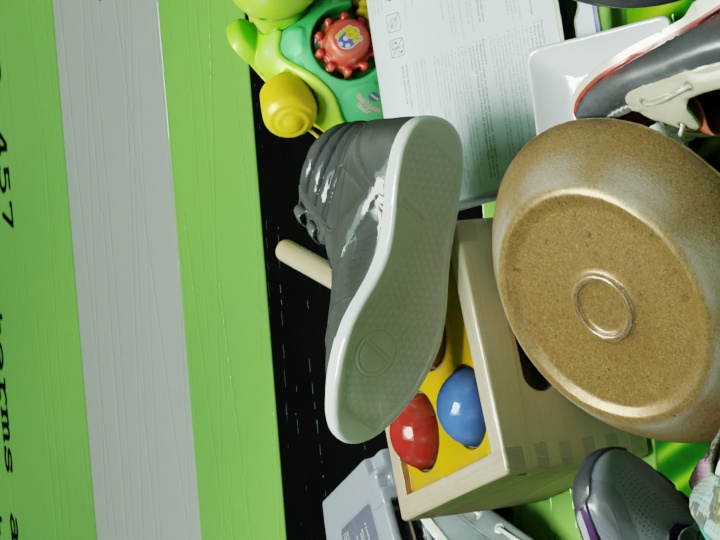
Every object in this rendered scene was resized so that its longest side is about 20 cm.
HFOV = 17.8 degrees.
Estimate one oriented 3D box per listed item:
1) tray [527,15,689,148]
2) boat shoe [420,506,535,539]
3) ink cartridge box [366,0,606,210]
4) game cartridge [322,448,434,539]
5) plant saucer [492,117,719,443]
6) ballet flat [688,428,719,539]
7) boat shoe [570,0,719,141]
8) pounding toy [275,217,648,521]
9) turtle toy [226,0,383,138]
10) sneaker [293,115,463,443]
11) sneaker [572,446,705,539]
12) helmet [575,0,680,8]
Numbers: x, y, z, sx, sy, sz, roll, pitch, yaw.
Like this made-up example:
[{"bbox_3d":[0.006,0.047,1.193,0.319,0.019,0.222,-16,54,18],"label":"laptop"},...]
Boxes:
[{"bbox_3d":[0.155,-0.040,1.338,0.107,0.022,0.201,-10,86,42],"label":"tray"},{"bbox_3d":[0.087,0.174,1.544,0.062,0.073,0.200,-44,30,4],"label":"boat shoe"},{"bbox_3d":[0.088,-0.146,1.447,0.199,0.043,0.198,-13,83,46],"label":"ink cartridge box"},{"bbox_3d":[0.024,0.247,1.703,0.133,0.041,0.201,-46,54,55],"label":"game cartridge"},{"bbox_3d":[0.144,0.014,1.281,0.200,0.035,0.201,23,129,33],"label":"plant saucer"},{"bbox_3d":[0.204,0.104,1.174,0.200,0.069,0.072,-54,-26,-83],"label":"ballet flat"},{"bbox_3d":[0.184,-0.103,1.231,0.200,0.071,0.063,-33,77,53],"label":"boat shoe"},{"bbox_3d":[0.058,0.046,1.454,0.184,0.141,0.201,144,118,-62],"label":"pounding toy"},{"bbox_3d":[-0.022,-0.158,1.559,0.101,0.200,0.146,-40,38,26],"label":"turtle toy"},{"bbox_3d":[0.000,0.000,1.394,0.099,0.070,0.201,17,96,53],"label":"sneaker"},{"bbox_3d":[0.197,0.169,1.217,0.200,0.074,0.087,53,144,-10],"label":"sneaker"},{"bbox_3d":[0.145,-0.230,1.141,0.200,0.199,0.192,11,120,64],"label":"helmet"}]
